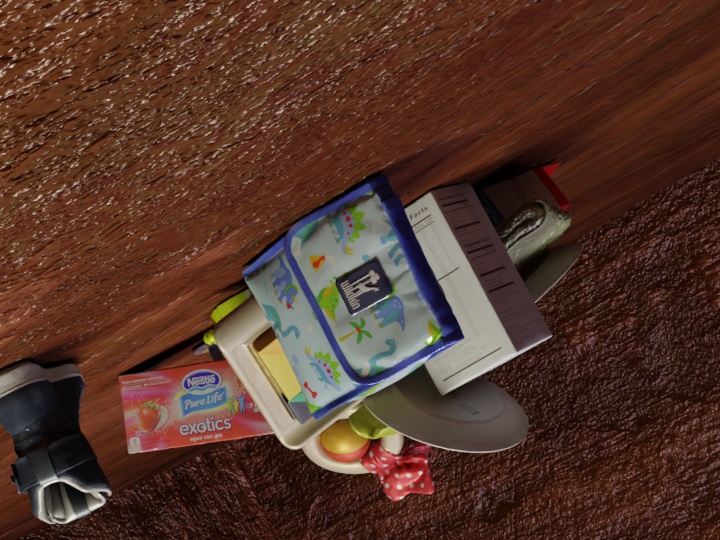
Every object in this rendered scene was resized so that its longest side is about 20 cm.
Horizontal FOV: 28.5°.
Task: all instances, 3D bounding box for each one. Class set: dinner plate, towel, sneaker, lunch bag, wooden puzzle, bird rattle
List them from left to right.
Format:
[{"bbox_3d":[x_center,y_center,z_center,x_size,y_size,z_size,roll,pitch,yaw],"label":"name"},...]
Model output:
[{"bbox_3d":[-0.285,0.164,1.343,0.076,0.147,0.202,-29,175,2],"label":"sneaker"},{"bbox_3d":[-0.042,0.081,1.516,0.184,0.201,0.037,-37,-140,-9],"label":"wooden puzzle"},{"bbox_3d":[0.000,0.025,1.340,0.127,0.171,0.200,-22,173,-42],"label":"lunch bag"},{"bbox_3d":[0.007,0.199,1.731,0.161,0.114,0.201,-2,142,7],"label":"bird rattle"},{"bbox_3d":[0.097,0.146,1.610,0.199,0.199,0.024,-20,130,-51],"label":"dinner plate"},{"bbox_3d":[0.166,-0.012,1.729,0.200,0.037,0.148,-41,163,15],"label":"towel"},{"bbox_3d":[0.200,0.025,1.813,0.200,0.024,0.200,-42,-176,3],"label":"dinner plate"}]

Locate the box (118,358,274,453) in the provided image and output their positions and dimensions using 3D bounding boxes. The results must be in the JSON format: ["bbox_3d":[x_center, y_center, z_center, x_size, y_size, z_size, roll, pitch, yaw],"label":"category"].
[{"bbox_3d":[-0.179,0.158,1.710,0.198,0.096,0.103,-9,176,7],"label":"box"}]

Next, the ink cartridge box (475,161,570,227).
[{"bbox_3d":[0.187,-0.061,1.817,0.199,0.067,0.116,-22,158,-39],"label":"ink cartridge box"}]

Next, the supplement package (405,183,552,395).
[{"bbox_3d":[0.108,0.018,1.594,0.113,0.201,0.109,-31,172,29],"label":"supplement package"}]

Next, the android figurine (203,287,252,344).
[{"bbox_3d":[-0.087,0.028,1.589,0.199,0.041,0.182,-30,174,1],"label":"android figurine"}]

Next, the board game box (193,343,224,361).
[{"bbox_3d":[-0.117,0.076,1.827,0.199,0.039,0.158,-31,173,26],"label":"board game box"}]
